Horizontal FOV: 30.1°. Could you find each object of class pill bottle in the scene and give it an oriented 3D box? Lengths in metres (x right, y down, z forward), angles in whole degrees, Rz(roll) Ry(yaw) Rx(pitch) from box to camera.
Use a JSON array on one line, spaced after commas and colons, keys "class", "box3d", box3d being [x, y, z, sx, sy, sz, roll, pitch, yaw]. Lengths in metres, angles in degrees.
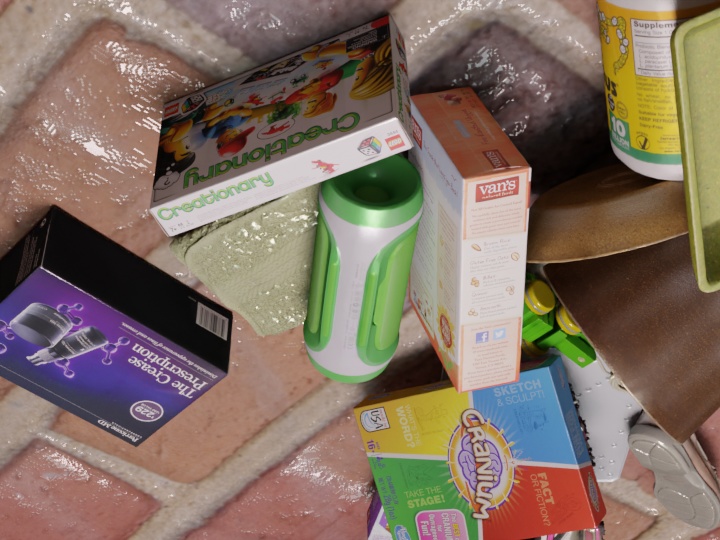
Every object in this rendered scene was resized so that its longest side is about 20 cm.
[{"class": "pill bottle", "box3d": [0.224, -0.175, 0.947, 0.112, 0.113, 0.201, -9, 125, 7]}]

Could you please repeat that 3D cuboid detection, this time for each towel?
[{"class": "towel", "box3d": [-0.048, -0.022, 1.146, 0.199, 0.037, 0.148, -30, 128, 25]}]

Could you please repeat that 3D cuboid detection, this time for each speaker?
[{"class": "speaker", "box3d": [0.000, 0.000, 1.084, 0.088, 0.089, 0.201, 3, 135, -5]}]

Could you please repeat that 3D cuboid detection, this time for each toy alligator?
[{"class": "toy alligator", "box3d": [0.178, 0.047, 1.205, 0.199, 0.054, 0.059, 31, 135, -26]}]

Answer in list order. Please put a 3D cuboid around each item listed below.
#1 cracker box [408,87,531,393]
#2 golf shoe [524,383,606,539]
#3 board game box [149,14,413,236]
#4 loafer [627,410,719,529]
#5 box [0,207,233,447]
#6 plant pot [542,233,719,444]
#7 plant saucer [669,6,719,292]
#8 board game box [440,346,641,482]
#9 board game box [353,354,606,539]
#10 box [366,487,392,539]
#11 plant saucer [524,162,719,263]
[{"class": "cracker box", "box3d": [0.082, -0.024, 1.056, 0.057, 0.134, 0.201, -10, 126, -11]}, {"class": "golf shoe", "box3d": [0.174, 0.186, 1.260, 0.092, 0.073, 0.201, -12, 113, 0]}, {"class": "board game box", "box3d": [-0.060, -0.108, 1.000, 0.199, 0.127, 0.035, -19, 132, 16]}, {"class": "loafer", "box3d": [0.327, 0.193, 1.348, 0.072, 0.063, 0.200, 9, 150, 36]}, {"class": "box", "box3d": [-0.234, 0.056, 1.188, 0.200, 0.079, 0.141, 33, 127, -29]}, {"class": "plant pot", "box3d": [0.286, 0.008, 1.107, 0.200, 0.187, 0.187, -40, 125, 12]}, {"class": "plant saucer", "box3d": [0.289, -0.112, 0.911, 0.199, 0.048, 0.201, -24, 121, -16]}, {"class": "board game box", "box3d": [0.172, 0.135, 1.311, 0.199, 0.026, 0.201, 1, 134, -4]}, {"class": "board game box", "box3d": [0.107, 0.173, 1.226, 0.199, 0.040, 0.154, -16, 95, 26]}, {"class": "box", "box3d": [0.118, 0.231, 1.356, 0.199, 0.039, 0.137, 10, 132, -11]}, {"class": "plant saucer", "box3d": [0.208, -0.056, 1.039, 0.199, 0.200, 0.036, -15, 101, 13]}]
